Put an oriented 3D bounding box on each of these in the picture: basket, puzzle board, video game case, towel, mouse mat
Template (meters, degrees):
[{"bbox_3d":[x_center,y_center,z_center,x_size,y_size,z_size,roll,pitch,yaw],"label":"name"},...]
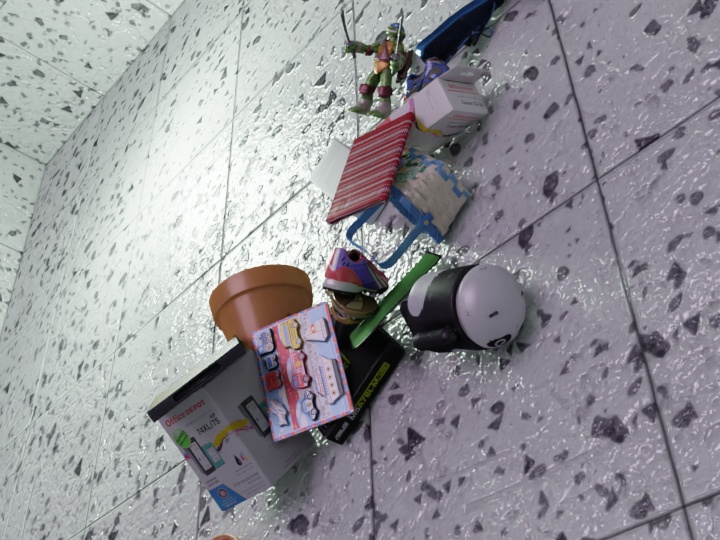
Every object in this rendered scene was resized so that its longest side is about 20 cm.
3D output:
[{"bbox_3d":[0.070,-0.103,1.561,0.200,0.139,0.176,-51,32,0],"label":"basket"},{"bbox_3d":[-0.101,0.167,1.537,0.150,0.017,0.201,-23,64,16],"label":"puzzle board"},{"bbox_3d":[-0.270,0.177,1.537,0.180,0.026,0.200,-37,4,-8],"label":"video game case"},{"bbox_3d":[0.019,-0.171,1.545,0.144,0.022,0.201,-20,41,43],"label":"towel"},{"bbox_3d":[0.052,0.046,1.479,0.200,0.008,0.161,-48,5,0],"label":"mouse mat"}]

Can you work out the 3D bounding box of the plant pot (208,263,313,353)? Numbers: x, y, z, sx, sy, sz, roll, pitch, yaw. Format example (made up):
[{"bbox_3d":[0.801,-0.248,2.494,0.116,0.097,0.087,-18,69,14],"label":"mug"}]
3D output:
[{"bbox_3d":[-0.175,0.101,1.724,0.200,0.199,0.141,-37,55,33],"label":"plant pot"}]

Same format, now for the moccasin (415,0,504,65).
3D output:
[{"bbox_3d":[0.190,-0.442,1.710,0.200,0.068,0.080,-38,18,-5],"label":"moccasin"}]

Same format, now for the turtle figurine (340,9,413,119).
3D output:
[{"bbox_3d":[0.020,-0.410,1.838,0.200,0.143,0.196,-17,-61,-76],"label":"turtle figurine"}]

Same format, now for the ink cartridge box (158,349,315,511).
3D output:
[{"bbox_3d":[-0.212,0.272,1.577,0.146,0.201,0.146,-34,2,37],"label":"ink cartridge box"}]

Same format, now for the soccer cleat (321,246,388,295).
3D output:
[{"bbox_3d":[0.000,0.000,1.538,0.068,0.200,0.074,13,95,25],"label":"soccer cleat"}]

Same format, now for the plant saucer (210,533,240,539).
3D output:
[{"bbox_3d":[-0.247,0.563,1.600,0.200,0.037,0.201,-35,40,35],"label":"plant saucer"}]

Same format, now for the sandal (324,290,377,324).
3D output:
[{"bbox_3d":[-0.022,0.061,1.549,0.200,0.080,0.054,-146,67,-76],"label":"sandal"}]

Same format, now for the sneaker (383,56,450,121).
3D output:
[{"bbox_3d":[0.106,-0.322,1.703,0.200,0.075,0.079,-37,83,43],"label":"sneaker"}]

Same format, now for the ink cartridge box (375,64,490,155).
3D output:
[{"bbox_3d":[0.138,-0.272,1.603,0.200,0.116,0.068,-34,74,38],"label":"ink cartridge box"}]

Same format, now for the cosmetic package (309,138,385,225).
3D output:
[{"bbox_3d":[-0.016,-0.176,1.802,0.102,0.071,0.200,-56,32,7],"label":"cosmetic package"}]

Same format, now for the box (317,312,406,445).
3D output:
[{"bbox_3d":[-0.030,0.167,1.582,0.194,0.047,0.200,-58,32,7],"label":"box"}]

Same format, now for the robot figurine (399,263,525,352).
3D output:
[{"bbox_3d":[0.149,0.059,1.344,0.199,0.124,0.151,-11,60,51],"label":"robot figurine"}]
